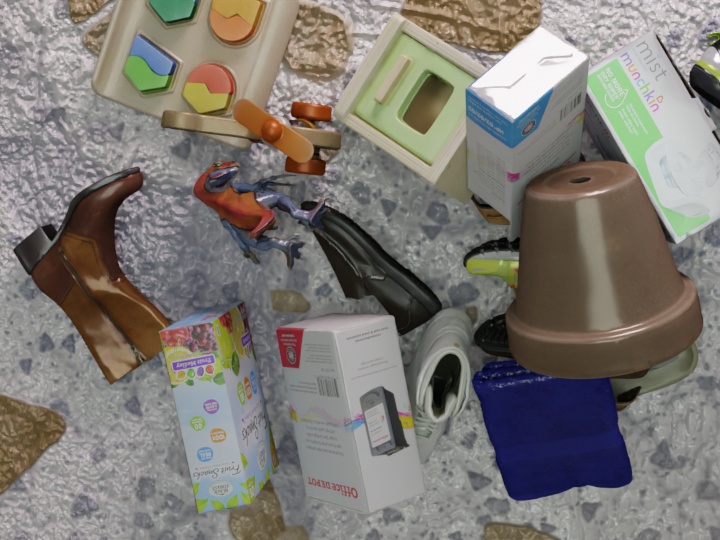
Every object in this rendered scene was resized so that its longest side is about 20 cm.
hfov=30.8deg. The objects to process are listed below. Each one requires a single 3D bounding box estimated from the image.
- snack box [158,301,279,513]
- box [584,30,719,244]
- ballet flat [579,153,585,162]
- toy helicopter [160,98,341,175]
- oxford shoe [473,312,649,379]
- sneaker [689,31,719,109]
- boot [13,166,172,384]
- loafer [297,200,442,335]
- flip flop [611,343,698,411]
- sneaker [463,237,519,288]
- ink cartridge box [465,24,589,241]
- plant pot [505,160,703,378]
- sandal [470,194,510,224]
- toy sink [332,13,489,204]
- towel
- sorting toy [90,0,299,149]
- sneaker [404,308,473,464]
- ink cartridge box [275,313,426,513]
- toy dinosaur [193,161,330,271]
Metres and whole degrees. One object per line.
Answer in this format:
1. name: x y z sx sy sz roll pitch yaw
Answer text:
1. snack box: -0.153 0.147 1.452 0.067 0.169 0.202 -10 96 8
2. box: 0.311 -0.141 1.389 0.096 0.176 0.201 -31 94 6
3. ballet flat: 0.163 -0.143 1.451 0.199 0.071 0.070 25 98 1
4. toy helicopter: -0.118 -0.151 1.426 0.198 0.132 0.080 7 96 -8
5. oxford shoe: 0.221 0.092 1.433 0.198 0.073 0.085 5 128 22
6. sneaker: 0.454 -0.189 1.427 0.199 0.072 0.083 36 95 0
7. boot: -0.274 0.004 1.497 0.188 0.068 0.201 -38 93 6
8. loafer: 0.000 0.000 1.474 0.200 0.073 0.071 41 95 -1
9. flip flop: 0.289 0.126 1.475 0.198 0.058 0.082 -23 94 6
10. sneaker: 0.212 0.015 1.462 0.198 0.078 0.091 7 103 5
11. ink cartridge box: 0.168 -0.135 1.337 0.115 0.201 0.068 -40 61 -20
12. plant pot: 0.236 -0.011 1.314 0.198 0.201 0.176 -10 110 5
13. sandal: 0.172 -0.069 1.458 0.199 0.082 0.055 27 96 -6
14. toy sink: 0.056 -0.185 1.397 0.200 0.112 0.131 38 98 26
15. towel: 0.212 0.169 1.438 0.146 0.050 0.201 -11 130 13
16. sorting toy: -0.189 -0.256 1.481 0.198 0.036 0.187 20 96 1
17. sneaker: 0.071 0.152 1.448 0.073 0.116 0.202 16 112 -1
18. ink cartridge box: -0.013 0.153 1.448 0.085 0.147 0.202 -15 97 -30
19. toy dinosaur: -0.124 -0.079 1.426 0.180 0.200 0.106 25 83 24
